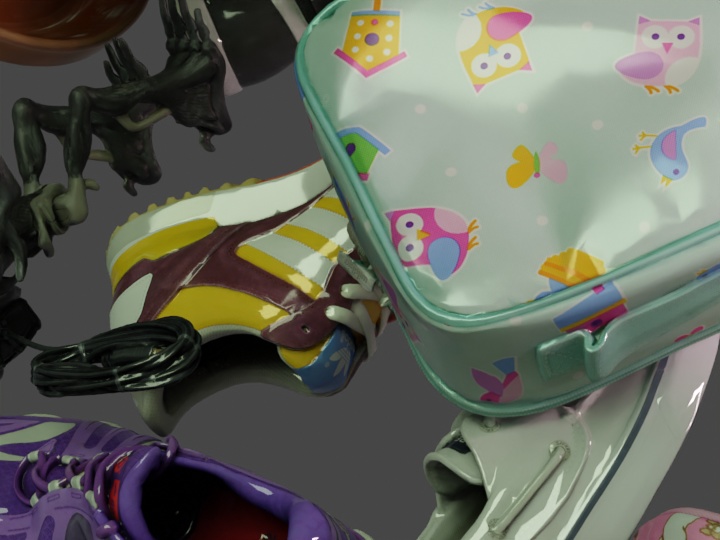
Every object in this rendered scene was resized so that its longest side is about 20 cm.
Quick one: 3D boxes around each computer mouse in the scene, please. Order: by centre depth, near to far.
[{"bbox_3d":[-0.127,0.035,0.811,0.059,0.034,0.200,-35,25,-35],"label":"computer mouse"}]

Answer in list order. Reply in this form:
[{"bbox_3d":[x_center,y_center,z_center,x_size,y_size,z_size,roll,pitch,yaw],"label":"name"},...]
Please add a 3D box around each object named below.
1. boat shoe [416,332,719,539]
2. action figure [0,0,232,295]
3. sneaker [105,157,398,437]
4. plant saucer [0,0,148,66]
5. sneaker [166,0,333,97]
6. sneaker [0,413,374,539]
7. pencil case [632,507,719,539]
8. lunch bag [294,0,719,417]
[{"bbox_3d":[0.053,0.074,0.709,0.065,0.074,0.200,35,67,-8],"label":"boat shoe"},{"bbox_3d":[-0.150,-0.039,0.825,0.200,0.102,0.119,-37,12,-36],"label":"action figure"},{"bbox_3d":[0.000,0.000,0.799,0.199,0.075,0.090,-23,53,15],"label":"sneaker"},{"bbox_3d":[-0.173,-0.175,0.917,0.032,0.200,0.201,-33,45,34],"label":"plant saucer"},{"bbox_3d":[-0.040,-0.171,0.937,0.111,0.073,0.201,-19,60,3],"label":"sneaker"},{"bbox_3d":[-0.083,0.081,0.762,0.199,0.084,0.081,9,60,27],"label":"sneaker"},{"bbox_3d":[0.087,0.168,0.637,0.086,0.083,0.200,27,65,1],"label":"pencil case"},{"bbox_3d":[0.084,-0.044,0.712,0.199,0.077,0.161,-23,60,-4],"label":"lunch bag"}]
